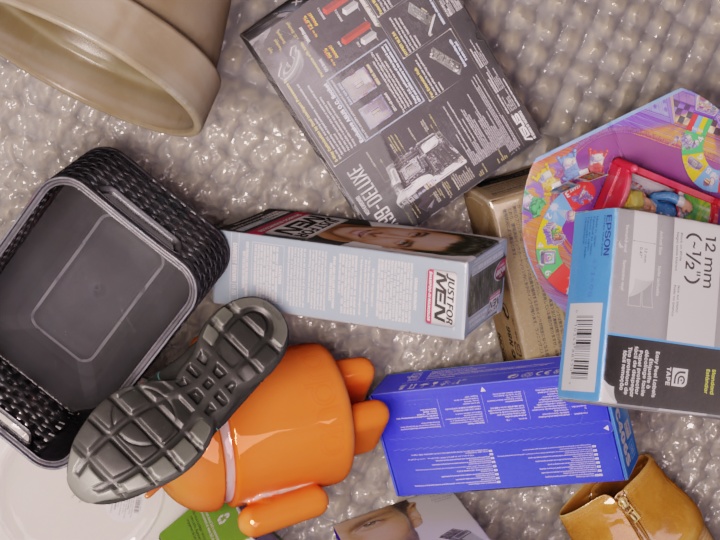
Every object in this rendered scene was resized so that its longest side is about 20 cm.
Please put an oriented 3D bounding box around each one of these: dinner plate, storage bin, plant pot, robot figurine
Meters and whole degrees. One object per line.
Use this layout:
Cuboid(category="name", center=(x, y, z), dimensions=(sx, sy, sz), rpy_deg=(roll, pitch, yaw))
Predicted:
Cuboid(category="dinner plate", center=(-0.224, 0.172, 1.298), dimensions=(0.199, 0.024, 0.201), rpy_deg=(-4, 105, -14))
Cuboid(category="storage bin", center=(-0.206, 0.027, 1.187), dimensions=(0.135, 0.094, 0.200), rpy_deg=(39, 110, -3))
Cuboid(category="plant pot", center=(-0.166, -0.217, 1.141), dimensions=(0.200, 0.200, 0.174), rpy_deg=(27, 80, -19))
Cuboid(category="robot figurine", center=(-0.081, 0.120, 1.268), dimensions=(0.199, 0.117, 0.145), rpy_deg=(-11, 101, -19))

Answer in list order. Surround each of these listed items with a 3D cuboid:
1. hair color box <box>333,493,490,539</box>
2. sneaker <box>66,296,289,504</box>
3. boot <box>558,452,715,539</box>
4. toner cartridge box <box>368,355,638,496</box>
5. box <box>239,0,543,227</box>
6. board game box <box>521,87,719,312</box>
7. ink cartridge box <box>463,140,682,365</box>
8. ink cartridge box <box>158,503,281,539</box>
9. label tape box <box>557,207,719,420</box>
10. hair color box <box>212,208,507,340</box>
Cuboid(category="hair color box", center=(0.055, 0.248, 1.293), dimensions=(0.109, 0.200, 0.065), rpy_deg=(-18, 106, -9))
Cuboid(category="sneaker", center=(-0.127, 0.103, 1.153), dimensions=(0.075, 0.079, 0.200), rpy_deg=(45, 59, 9))
Cuboid(category="boot", center=(0.213, 0.265, 1.415), dimensions=(0.201, 0.071, 0.144), rpy_deg=(-43, 104, -4))
Cuboid(category="toner cartridge box", center=(0.113, 0.124, 1.302), dimensions=(0.199, 0.043, 0.095), rpy_deg=(-7, 108, 26))
Cuboid(category="box", center=(0.026, -0.142, 1.268), dimensions=(0.157, 0.050, 0.200), rpy_deg=(-35, 109, -3))
Cuboid(category="board game box", center=(0.227, -0.042, 1.270), dimensions=(0.199, 0.039, 0.158), rpy_deg=(-26, 108, -8))
Cuboid(category="ink cartridge box", center=(0.188, 0.005, 1.333), dimensions=(0.164, 0.075, 0.201), rpy_deg=(-17, 107, -11))
Cuboid(category="ink cartridge box", center=(-0.068, 0.275, 1.262), dimensions=(0.076, 0.200, 0.148), rpy_deg=(-40, 116, -2))
Cuboid(category="label tape box", center=(0.254, 0.038, 1.228), dimensions=(0.199, 0.066, 0.144), rpy_deg=(8, 84, -21))
Cuboid(category="hair color box", center=(0.000, 0.000, 1.220), dimensions=(0.199, 0.099, 0.061), rpy_deg=(8, 105, 20))
